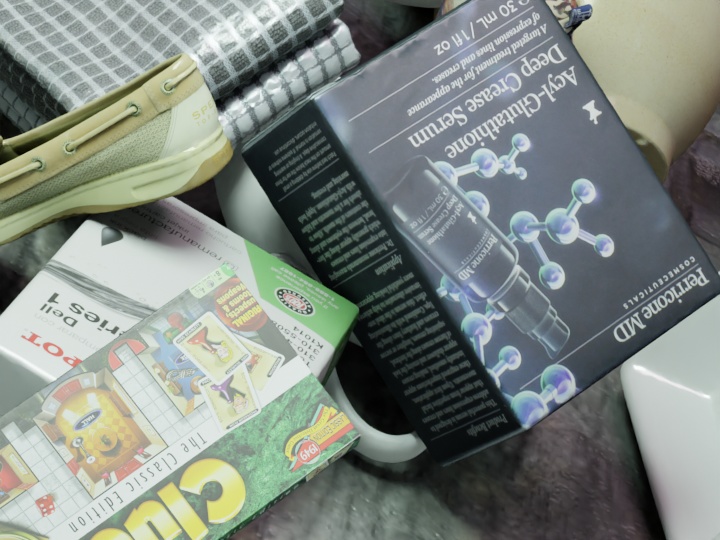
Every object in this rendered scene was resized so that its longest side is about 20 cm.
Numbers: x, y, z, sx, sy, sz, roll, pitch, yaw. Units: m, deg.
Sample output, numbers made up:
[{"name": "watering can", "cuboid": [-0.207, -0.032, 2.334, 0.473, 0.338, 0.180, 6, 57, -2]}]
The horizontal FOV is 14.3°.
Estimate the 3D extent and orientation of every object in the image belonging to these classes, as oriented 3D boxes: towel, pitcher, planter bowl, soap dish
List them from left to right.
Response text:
[{"name": "towel", "cuboid": [-0.121, -0.137, 1.563, 0.165, 0.086, 0.200, -37, 48, -13]}, {"name": "pitcher", "cuboid": [0.000, 0.000, 1.563, 0.200, 0.121, 0.171, 48, 43, 6]}, {"name": "planter bowl", "cuboid": [0.138, -0.120, 1.798, 0.200, 0.200, 0.135, 18, 59, -19]}, {"name": "soap dish", "cuboid": [0.233, 0.083, 1.600, 0.081, 0.157, 0.200, 34, 26, -28]}]

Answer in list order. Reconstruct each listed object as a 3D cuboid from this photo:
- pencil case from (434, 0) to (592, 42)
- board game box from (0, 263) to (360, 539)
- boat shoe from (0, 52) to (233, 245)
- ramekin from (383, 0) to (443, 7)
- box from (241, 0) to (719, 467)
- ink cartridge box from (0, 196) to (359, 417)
[{"name": "pencil case", "cuboid": [0.069, -0.092, 1.674, 0.089, 0.200, 0.078, 0, 41, -26]}, {"name": "board game box", "cuboid": [-0.108, 0.092, 1.288, 0.200, 0.023, 0.105, -36, 82, -20]}, {"name": "boat shoe", "cuboid": [-0.165, -0.056, 1.439, 0.073, 0.200, 0.063, -62, 137, -62]}, {"name": "ramekin", "cuboid": [-0.010, -0.229, 1.680, 0.200, 0.098, 0.200, 20, -6, 2]}, {"name": "box", "cuboid": [0.062, -0.026, 1.484, 0.148, 0.107, 0.200, -34, 91, -27]}, {"name": "ink cartridge box", "cuboid": [-0.103, 0.056, 1.410, 0.146, 0.084, 0.200, 30, 30, 2]}]
